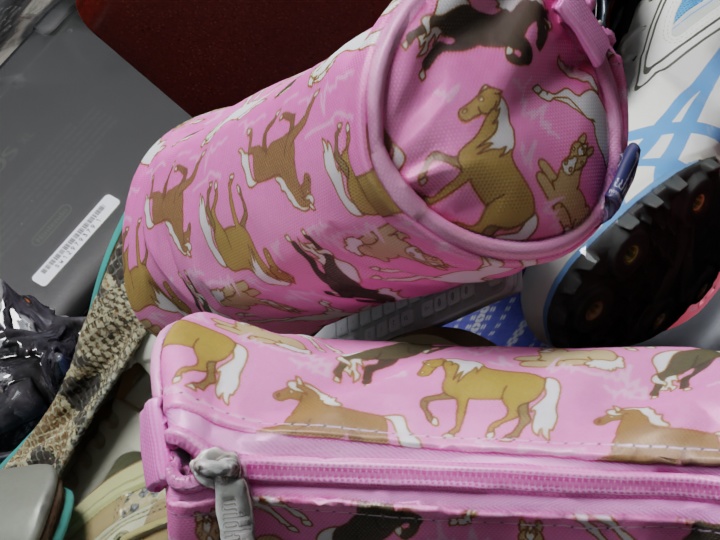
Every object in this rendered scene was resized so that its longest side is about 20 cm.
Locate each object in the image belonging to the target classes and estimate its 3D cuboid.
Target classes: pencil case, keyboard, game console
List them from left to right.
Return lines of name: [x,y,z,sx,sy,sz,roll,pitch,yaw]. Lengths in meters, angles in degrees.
game console: [-0.153,-0.007,1.198,0.175,0.117,0.200,28,67,28]
pencil case: [-0.001,-0.026,0.769,0.200,0.086,0.083,157,120,-63]
keyboard: [0.000,0.000,0.872,0.200,0.011,0.057,-26,67,61]
pencil case: [0.045,0.054,0.703,0.199,0.083,0.087,2,39,13]

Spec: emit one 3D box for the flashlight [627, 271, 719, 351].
flashlight: [0.126,-0.008,0.813,0.068,0.068,0.200,35,77,23]

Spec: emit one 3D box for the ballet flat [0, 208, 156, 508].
ballet flat: [-0.071,0.050,0.921,0.075,0.068,0.201,48,115,37]

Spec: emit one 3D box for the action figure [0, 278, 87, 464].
action figure: [-0.176,0.048,1.016,0.199,0.102,0.119,-31,2,-19]

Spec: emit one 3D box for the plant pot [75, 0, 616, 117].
plant pot: [0.008,-0.138,1.032,0.176,0.200,0.200,-38,24,29]

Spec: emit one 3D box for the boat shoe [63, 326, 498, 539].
boat shoe: [-0.034,0.089,0.837,0.200,0.073,0.063,-36,28,25]

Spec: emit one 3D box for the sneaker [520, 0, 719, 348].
sneaker: [0.097,-0.046,0.876,0.072,0.072,0.200,22,50,21]

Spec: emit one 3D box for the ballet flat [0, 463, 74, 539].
ballet flat: [-0.156,0.108,0.901,0.200,0.063,0.068,-45,22,53]

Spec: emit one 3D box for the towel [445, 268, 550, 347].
towel: [0.005,0.032,0.941,0.199,0.024,0.145,-4,44,48]

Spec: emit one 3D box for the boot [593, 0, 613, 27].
boot: [0.067,-0.105,0.866,0.201,0.074,0.097,-65,21,8]
